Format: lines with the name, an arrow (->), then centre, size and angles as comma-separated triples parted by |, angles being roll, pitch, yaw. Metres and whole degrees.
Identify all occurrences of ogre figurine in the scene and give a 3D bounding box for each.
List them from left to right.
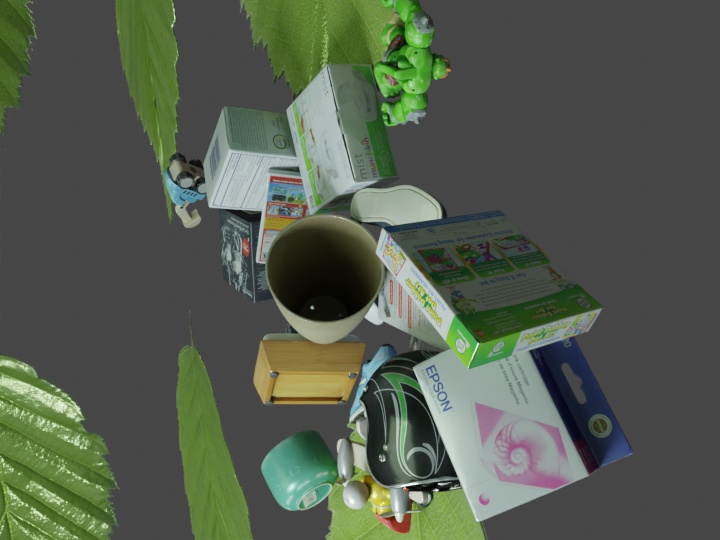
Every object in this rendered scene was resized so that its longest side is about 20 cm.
ogre figurine -> 0.065, -0.294, 0.895 | 0.120, 0.096, 0.203 | 56, 132, 52

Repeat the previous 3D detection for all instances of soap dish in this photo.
soap dish -> -0.097, 0.189, 1.180 | 0.159, 0.195, 0.083 | 111, 158, -50

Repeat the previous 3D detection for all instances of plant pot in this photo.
plant pot -> -0.061, 0.041, 1.047 | 0.201, 0.184, 0.190 | 100, 148, -62

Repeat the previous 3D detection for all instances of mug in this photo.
mug -> -0.114, 0.443, 1.371 | 0.153, 0.183, 0.115 | -54, 53, 19

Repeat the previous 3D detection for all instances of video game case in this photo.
video game case -> -0.122, -0.095, 1.217 | 0.018, 0.140, 0.203 | -106, 25, -51

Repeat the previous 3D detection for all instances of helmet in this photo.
helmet -> 0.095, 0.209, 0.898 | 0.200, 0.196, 0.195 | -43, 46, 54

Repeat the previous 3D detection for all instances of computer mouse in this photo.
computer mouse -> 0.000, 0.000, 1.133 | 0.109, 0.043, 0.204 | -27, 75, 57

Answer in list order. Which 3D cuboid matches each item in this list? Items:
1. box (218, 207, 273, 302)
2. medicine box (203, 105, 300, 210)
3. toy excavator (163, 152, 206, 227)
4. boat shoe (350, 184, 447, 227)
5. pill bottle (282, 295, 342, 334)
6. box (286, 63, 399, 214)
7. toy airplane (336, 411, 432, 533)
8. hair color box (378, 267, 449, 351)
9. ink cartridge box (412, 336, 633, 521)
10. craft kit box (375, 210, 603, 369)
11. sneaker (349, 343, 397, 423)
box -> -0.245, -0.047, 1.467 | 0.199, 0.102, 0.186 | 25, 121, 54
medicine box -> -0.185, -0.207, 1.217 | 0.182, 0.196, 0.105 | -49, 48, 52
toy excavator -> -0.517, -0.223, 1.853 | 0.200, 0.193, 0.101 | -43, 60, 22
boat shoe -> 0.065, -0.089, 0.979 | 0.198, 0.061, 0.077 | 6, 88, 49
pill bottle -> -0.087, 0.111, 1.244 | 0.112, 0.109, 0.201 | 62, 145, 26
box -> -0.037, -0.221, 1.081 | 0.176, 0.095, 0.204 | -25, 77, 57
toy airplane -> 0.027, 0.337, 1.055 | 0.200, 0.140, 0.202 | 49, 150, 24
hair color box -> 0.104, 0.043, 0.955 | 0.199, 0.063, 0.114 | 22, 117, 54
ink cartridge box -> 0.188, 0.165, 0.756 | 0.198, 0.043, 0.199 | -29, 70, 14
craft kit box -> 0.149, 0.010, 0.743 | 0.198, 0.197, 0.049 | 51, 138, 40
sneaker -> 0.032, 0.208, 1.135 | 0.091, 0.077, 0.202 | -102, 29, -41
